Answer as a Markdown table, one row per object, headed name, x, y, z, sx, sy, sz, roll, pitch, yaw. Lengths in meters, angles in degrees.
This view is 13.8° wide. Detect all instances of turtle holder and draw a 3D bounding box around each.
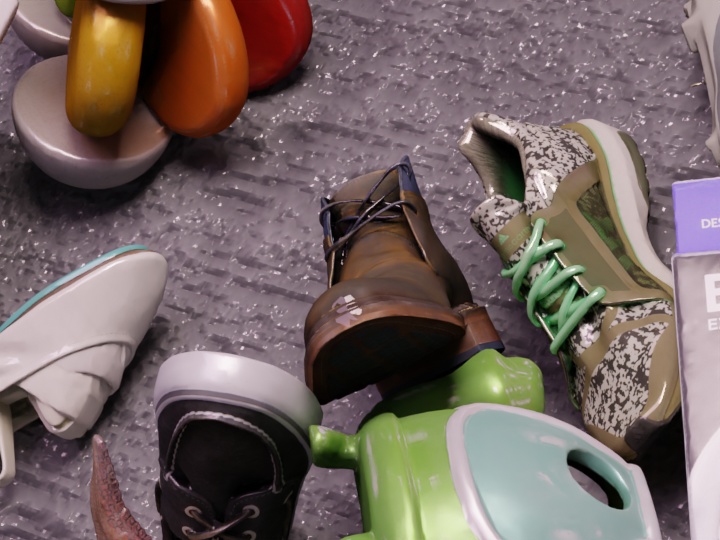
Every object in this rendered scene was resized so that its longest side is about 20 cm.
| name | x | y | z | sx | sy | sz | roll | pitch | yaw |
| --- | --- | --- | --- | --- | --- | --- | --- | --- | --- |
| turtle holder | 0.051 | 0.119 | 1.200 | 0.131 | 0.142 | 0.186 | -8 | 11 | -2 |

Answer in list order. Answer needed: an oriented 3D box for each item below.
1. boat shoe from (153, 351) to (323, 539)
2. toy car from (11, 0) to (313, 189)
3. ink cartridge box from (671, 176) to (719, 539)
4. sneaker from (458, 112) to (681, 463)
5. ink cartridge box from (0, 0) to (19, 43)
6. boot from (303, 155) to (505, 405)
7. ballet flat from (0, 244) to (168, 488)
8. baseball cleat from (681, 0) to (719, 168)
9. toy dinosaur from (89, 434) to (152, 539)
| name | x | y | z | sx | sy | sz | roll | pitch | yaw |
| --- | --- | --- | --- | --- | --- | --- | --- | --- | --- |
| boat shoe | -0.053 | 0.093 | 1.237 | 0.068 | 0.200 | 0.057 | 8 | 66 | 3 |
| toy car | -0.098 | -0.149 | 1.491 | 0.149 | 0.176 | 0.201 | 1 | 46 | -13 |
| ink cartridge box | 0.223 | 0.032 | 1.166 | 0.197 | 0.043 | 0.201 | -5 | 58 | 7 |
| sneaker | 0.084 | 0.003 | 1.276 | 0.077 | 0.088 | 0.201 | -55 | 32 | 29 |
| ink cartridge box | -0.244 | -0.036 | 1.476 | 0.201 | 0.050 | 0.161 | -64 | 7 | -27 |
| boot | 0.000 | 0.000 | 1.249 | 0.074 | 0.200 | 0.097 | -27 | 80 | 9 |
| ballet flat | -0.165 | 0.065 | 1.411 | 0.199 | 0.069 | 0.070 | -32 | 45 | 10 |
| baseball cleat | 0.198 | -0.074 | 1.299 | 0.106 | 0.070 | 0.201 | -22 | 47 | 14 |
| toy dinosaur | -0.113 | 0.179 | 1.247 | 0.135 | 0.086 | 0.201 | 17 | 78 | 37 |
